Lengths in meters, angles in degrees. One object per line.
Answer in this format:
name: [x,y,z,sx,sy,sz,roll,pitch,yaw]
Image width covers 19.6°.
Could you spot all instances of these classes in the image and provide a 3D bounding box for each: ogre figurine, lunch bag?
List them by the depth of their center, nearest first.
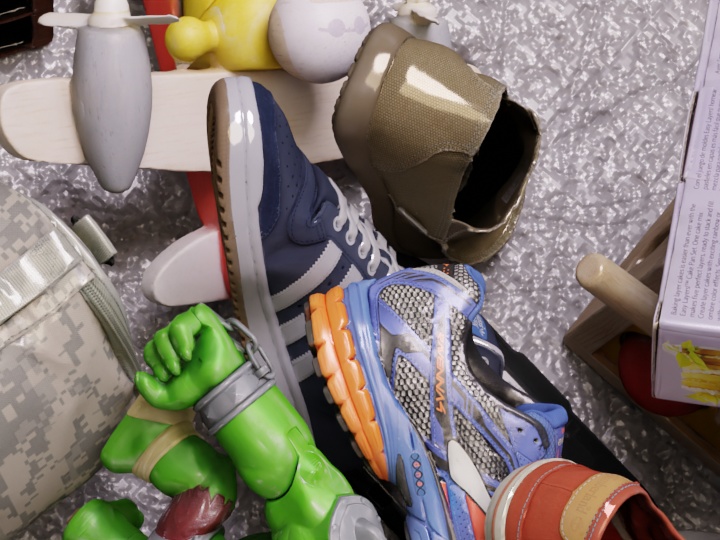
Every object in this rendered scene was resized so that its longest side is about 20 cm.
ogre figurine: [-0.057,0.116,0.846,0.120,0.098,0.201,38,114,15]
lunch bag: [-0.189,0.058,0.853,0.200,0.168,0.140,-38,86,-16]

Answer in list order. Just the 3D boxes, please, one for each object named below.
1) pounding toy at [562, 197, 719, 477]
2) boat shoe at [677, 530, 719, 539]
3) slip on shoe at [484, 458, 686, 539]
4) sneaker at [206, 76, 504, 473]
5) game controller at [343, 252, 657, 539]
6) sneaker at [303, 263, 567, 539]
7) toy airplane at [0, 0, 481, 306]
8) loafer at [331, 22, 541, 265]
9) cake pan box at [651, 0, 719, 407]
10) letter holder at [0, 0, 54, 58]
pounding toy: [0.178,0.031,0.912,0.184,0.200,0.142,40,73,1]
boat shoe: [0.078,0.147,0.895,0.199,0.062,0.072,-12,119,-21]
slip on shoe: [0.121,0.152,0.774,0.074,0.061,0.200,-45,110,-28]
sneaker: [0.000,0.000,0.866,0.108,0.201,0.070,-10,36,-1]
game controller: [0.051,0.085,0.965,0.200,0.042,0.104,47,59,2]
sneaker: [0.052,0.086,0.805,0.078,0.075,0.201,-27,93,5]
toy airplane: [-0.045,-0.078,0.926,0.199,0.141,0.201,42,56,-20]
loafer: [0.043,-0.042,0.908,0.067,0.200,0.076,25,85,21]
cake pan box: [0.213,-0.030,0.793,0.183,0.052,0.201,8,53,10]
letter holder: [-0.238,-0.187,0.940,0.141,0.101,0.201,-20,81,-12]
